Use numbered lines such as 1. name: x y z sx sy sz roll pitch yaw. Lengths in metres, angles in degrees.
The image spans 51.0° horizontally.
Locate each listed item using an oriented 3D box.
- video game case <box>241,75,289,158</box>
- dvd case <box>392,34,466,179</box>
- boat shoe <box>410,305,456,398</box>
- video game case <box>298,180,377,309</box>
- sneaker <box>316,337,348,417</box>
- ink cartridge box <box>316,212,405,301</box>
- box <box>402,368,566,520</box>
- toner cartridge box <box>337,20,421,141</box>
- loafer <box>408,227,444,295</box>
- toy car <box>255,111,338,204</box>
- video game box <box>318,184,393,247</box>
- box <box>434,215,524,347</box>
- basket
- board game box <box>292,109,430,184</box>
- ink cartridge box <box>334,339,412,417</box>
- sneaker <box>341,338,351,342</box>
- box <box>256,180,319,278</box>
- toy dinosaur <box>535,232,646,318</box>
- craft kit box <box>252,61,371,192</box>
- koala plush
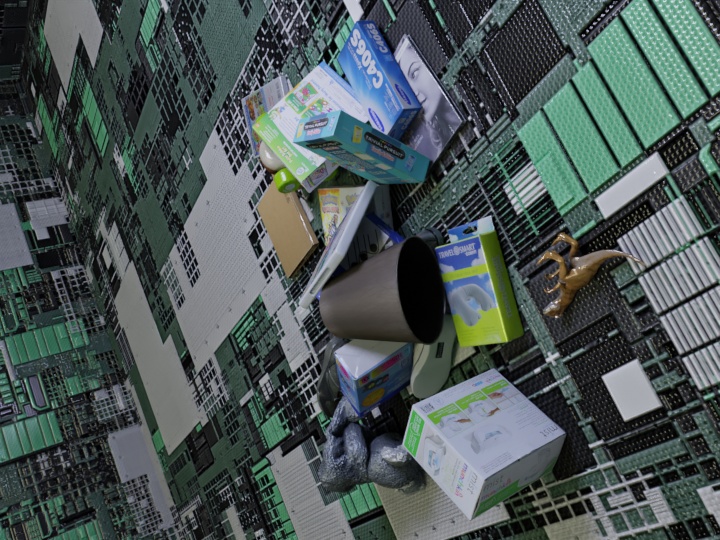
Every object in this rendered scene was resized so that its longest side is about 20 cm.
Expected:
1. video game case: -0.212 -0.351 1.745 0.198 0.018 0.147 -7 96 55
2. dvd case: 0.097 -0.287 1.332 0.203 0.016 0.149 61 144 21
3. boat shoe: 0.130 0.145 1.405 0.070 0.069 0.204 -111 24 -54
4. video game case: -0.041 -0.048 1.407 0.023 0.202 0.183 30 138 -7
5. sneaker: -0.039 0.259 1.665 0.114 0.075 0.204 42 128 47
6. ink cartridge box: 0.000 0.000 1.447 0.094 0.044 0.202 39 116 15
7. box: 0.201 0.273 1.225 0.176 0.197 0.099 41 134 37
8. toner cartridge box: 0.031 -0.340 1.358 0.203 0.042 0.095 64 145 20
9. loafer: 0.104 0.018 1.389 0.071 0.062 0.205 34 128 43
10. toy car: -0.132 -0.227 1.612 0.201 0.154 0.168 91 160 -69
11. video game box: -0.006 -0.079 1.527 0.198 0.046 0.187 5 104 53
12. box: 0.196 0.022 1.275 0.121 0.047 0.205 -16 89 55
13. basket: 0.033 0.049 1.329 0.197 0.134 0.185 -12 82 41
14. board game box: 0.001 -0.211 1.320 0.150 0.197 0.048 8 77 58
15. ink cartridge box: 0.030 0.196 1.460 0.077 0.135 0.202 51 162 28
16. sneaker: -0.008 0.098 1.528 0.071 0.079 0.204 4 117 54
17. box: -0.174 -0.107 1.774 0.164 0.021 0.203 -47 64 51
18. toy dinosaur: 0.321 -0.006 1.096 0.106 0.060 0.201 41 143 6
19. craft kit box: -0.085 -0.280 1.457 0.200 0.197 0.049 48 176 34
20. koala plush: 0.031 0.386 1.543 0.196 0.186 0.180 12 141 25
